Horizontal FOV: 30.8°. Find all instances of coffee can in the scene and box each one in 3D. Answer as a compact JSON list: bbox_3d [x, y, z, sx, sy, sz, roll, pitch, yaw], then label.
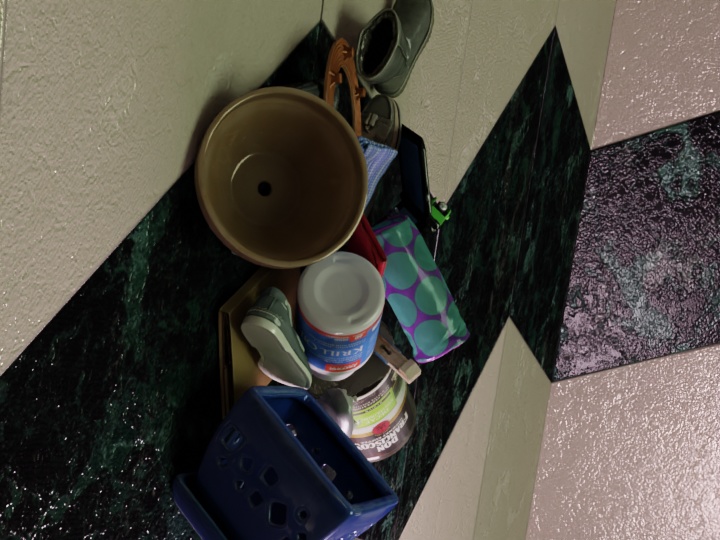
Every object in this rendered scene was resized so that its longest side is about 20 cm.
[{"bbox_3d":[-0.005,0.169,1.895,0.201,0.145,0.148,70,37,-55],"label":"coffee can"}]

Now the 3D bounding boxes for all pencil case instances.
[{"bbox_3d":[0.067,0.023,1.754,0.085,0.092,0.202,-37,106,-35],"label":"pencil case"}]

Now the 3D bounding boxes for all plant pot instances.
[{"bbox_3d":[-0.098,-0.100,1.489,0.093,0.199,0.203,-13,-121,69],"label":"plant pot"},{"bbox_3d":[-0.099,0.271,1.587,0.180,0.200,0.200,-44,163,9],"label":"plant pot"}]

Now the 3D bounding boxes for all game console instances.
[{"bbox_3d":[0.039,-0.102,1.869,0.176,0.117,0.200,-41,-165,2],"label":"game console"}]

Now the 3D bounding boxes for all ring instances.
[{"bbox_3d":[-0.017,-0.192,1.660,0.200,0.019,0.203,-1,90,-78],"label":"ring"}]

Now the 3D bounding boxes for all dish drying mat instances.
[{"bbox_3d":[0.000,0.000,1.708,0.018,0.077,0.200,-21,161,-16],"label":"dish drying mat"}]

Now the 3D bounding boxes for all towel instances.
[{"bbox_3d":[-0.009,-0.093,1.622,0.146,0.024,0.200,-63,169,8],"label":"towel"}]

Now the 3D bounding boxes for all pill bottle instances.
[{"bbox_3d":[-0.030,0.068,1.681,0.201,0.111,0.113,98,13,-63],"label":"pill bottle"}]

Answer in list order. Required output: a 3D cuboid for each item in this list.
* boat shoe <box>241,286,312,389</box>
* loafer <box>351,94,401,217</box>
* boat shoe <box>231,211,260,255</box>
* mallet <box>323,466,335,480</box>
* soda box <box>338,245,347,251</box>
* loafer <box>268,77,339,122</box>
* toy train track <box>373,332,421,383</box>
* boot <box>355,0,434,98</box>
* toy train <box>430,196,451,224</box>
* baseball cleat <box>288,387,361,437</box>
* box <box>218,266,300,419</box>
[{"bbox_3d":[-0.095,0.089,1.637,0.201,0.072,0.062,67,38,-58],"label":"boat shoe"},{"bbox_3d":[0.004,-0.159,1.847,0.063,0.071,0.202,34,72,-61],"label":"loafer"},{"bbox_3d":[-0.094,-0.046,1.613,0.200,0.073,0.066,17,67,-67],"label":"boat shoe"},{"bbox_3d":[-0.034,0.270,2.049,0.200,0.041,0.067,-50,145,-62],"label":"mallet"},{"bbox_3d":[-0.041,-0.069,1.761,0.201,0.070,0.064,69,33,-57],"label":"soda box"},{"bbox_3d":[-0.071,-0.195,1.599,0.200,0.067,0.071,-33,114,-68],"label":"loafer"},{"bbox_3d":[0.006,0.077,1.800,0.114,0.200,0.033,-37,156,-24],"label":"toy train track"},{"bbox_3d":[0.045,-0.334,1.821,0.200,0.072,0.184,25,79,-75],"label":"boot"},{"bbox_3d":[0.072,-0.052,1.986,0.057,0.042,0.200,-53,-172,-33],"label":"toy train"},{"bbox_3d":[-0.069,0.213,1.749,0.200,0.105,0.070,123,-52,-64],"label":"baseball cleat"},{"bbox_3d":[-0.126,0.074,1.683,0.200,0.021,0.165,-49,145,-53],"label":"box"}]
